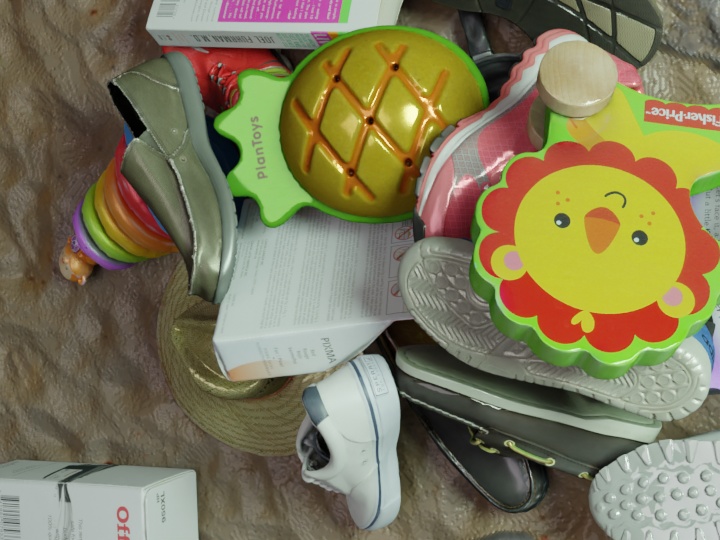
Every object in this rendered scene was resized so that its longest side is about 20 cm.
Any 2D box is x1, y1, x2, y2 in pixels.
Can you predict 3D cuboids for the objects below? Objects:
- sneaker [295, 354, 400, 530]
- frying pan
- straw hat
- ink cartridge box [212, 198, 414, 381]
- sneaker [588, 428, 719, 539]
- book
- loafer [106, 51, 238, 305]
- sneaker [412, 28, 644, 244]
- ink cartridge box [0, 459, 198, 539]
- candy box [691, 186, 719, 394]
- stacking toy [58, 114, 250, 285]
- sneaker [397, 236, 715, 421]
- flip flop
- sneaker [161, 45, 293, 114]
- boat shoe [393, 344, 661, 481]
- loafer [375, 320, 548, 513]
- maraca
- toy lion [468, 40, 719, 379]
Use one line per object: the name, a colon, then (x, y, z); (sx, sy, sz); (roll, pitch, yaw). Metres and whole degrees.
sneaker: (-0.013, 0.131, 0.839); (0.070, 0.201, 0.073); (-14, 50, -10)
frying pan: (0.083, -0.131, 0.855); (0.115, 0.031, 0.191); (-38, 66, 11)
straw hat: (-0.101, 0.061, 0.918); (0.200, 0.085, 0.203); (1, 94, 23)
ink cartridge box: (0.000, 0.000, 0.849); (0.198, 0.163, 0.050); (-5, 132, 10)
sneaker: (0.253, 0.138, 0.768); (0.199, 0.080, 0.077); (-18, 82, 20)
book: (-0.060, -0.235, 0.882); (0.199, 0.048, 0.135); (7, 72, 25)
loafer: (-0.139, -0.065, 0.832); (0.075, 0.069, 0.201); (118, 138, -59)
sneaker: (0.111, -0.076, 0.750); (0.087, 0.074, 0.200); (28, 72, 37)
ink cartridge box: (-0.241, 0.245, 0.988); (0.199, 0.084, 0.146); (-1, 93, 24)
candy box: (0.256, -0.006, 0.769); (0.199, 0.071, 0.169); (-8, 89, 24)
stacking toy: (-0.196, -0.043, 0.959); (0.199, 0.109, 0.117); (-30, 73, 35)
sneaker: (0.128, 0.019, 0.727); (0.199, 0.111, 0.077); (19, 118, 15)
flip flop: (0.124, -0.206, 0.821); (0.199, 0.058, 0.081); (23, 132, 12)
sneaker: (-0.085, -0.141, 0.902); (0.200, 0.085, 0.077); (38, 105, 17)
boat shoe: (0.111, 0.104, 0.799); (0.200, 0.072, 0.061); (16, 110, -13)
loafer: (0.065, 0.097, 0.855); (0.073, 0.072, 0.200); (-41, 77, 19)
maraca: (-0.006, -0.099, 0.811); (0.198, 0.107, 0.138); (-10, 89, 11)
toy lion: (0.165, -0.030, 0.664); (0.198, 0.069, 0.193); (7, 67, 2)
